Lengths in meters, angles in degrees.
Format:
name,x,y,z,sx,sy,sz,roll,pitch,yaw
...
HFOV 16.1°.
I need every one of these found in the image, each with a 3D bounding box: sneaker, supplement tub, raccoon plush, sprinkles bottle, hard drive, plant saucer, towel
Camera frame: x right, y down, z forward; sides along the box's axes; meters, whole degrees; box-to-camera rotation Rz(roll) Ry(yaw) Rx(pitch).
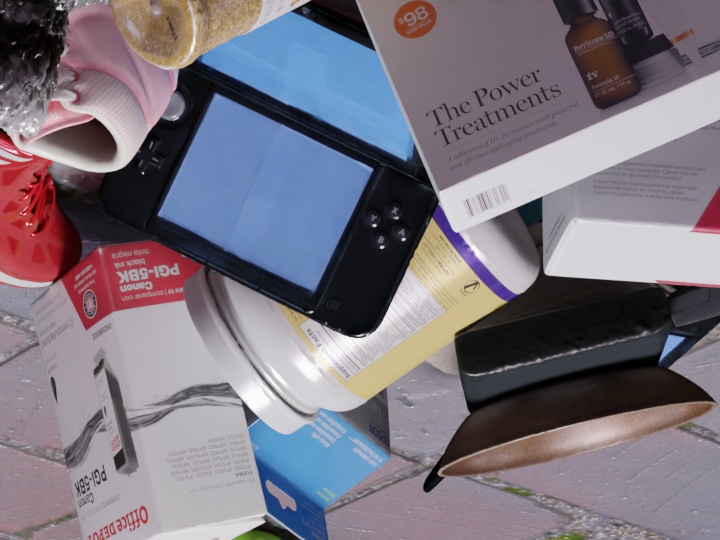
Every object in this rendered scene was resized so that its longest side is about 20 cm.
name,x,y,z,sx,sy,sz,roll,pitch,yaw
sneaker,-0.222,-0.053,1.691,0.115,0.079,0.200,-13,151,29
supplement tub,0.000,0.000,1.647,0.199,0.146,0.145,-35,143,12
raccoon plush,-0.127,-0.171,1.335,0.096,0.202,0.134,1,178,-36
sprinkles bottle,-0.041,-0.171,1.339,0.200,0.068,0.068,-32,176,-38
sneaker,-0.184,-0.138,1.442,0.075,0.105,0.200,-19,127,34
hard drive,0.135,0.057,1.708,0.139,0.033,0.200,-13,169,1
plant saucer,0.146,0.102,1.762,0.199,0.037,0.200,-13,168,-3
towel,0.107,0.017,1.756,0.199,0.035,0.132,-19,147,30

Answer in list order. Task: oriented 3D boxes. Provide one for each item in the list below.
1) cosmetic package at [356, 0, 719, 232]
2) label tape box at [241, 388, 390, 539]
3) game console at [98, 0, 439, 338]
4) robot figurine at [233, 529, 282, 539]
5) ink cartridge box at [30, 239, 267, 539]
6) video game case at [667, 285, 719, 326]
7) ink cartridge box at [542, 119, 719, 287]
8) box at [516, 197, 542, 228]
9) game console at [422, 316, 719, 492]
name,x,y,z,sx,sy,sz,roll,pitch,yaw
cosmetic package,0.112,-0.129,1.385,0.199,0.151,0.052,-24,149,2
label tape box,-0.035,0.084,1.819,0.066,0.201,0.143,-18,148,21
game console,-0.054,-0.075,1.523,0.199,0.173,0.119,26,-178,12
robot figurine,-0.096,0.315,2.372,0.174,0.116,0.200,-5,153,7
ink cartridge box,-0.147,0.093,1.743,0.082,0.201,0.147,-8,167,-29
video game case,0.319,-0.029,1.662,0.199,0.026,0.181,-21,-173,36
ink cartridge box,0.180,-0.099,1.455,0.144,0.201,0.083,4,157,-7
box,0.117,-0.016,1.784,0.082,0.049,0.200,13,151,-26
game console,0.159,0.097,1.935,0.175,0.117,0.200,10,152,-18
